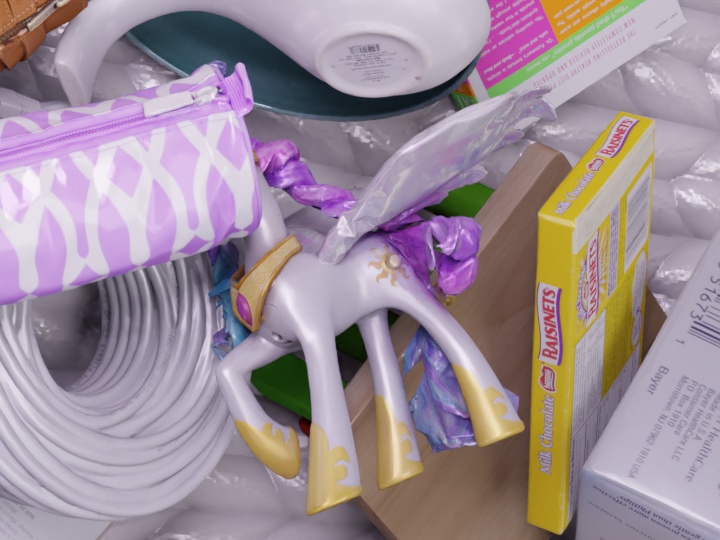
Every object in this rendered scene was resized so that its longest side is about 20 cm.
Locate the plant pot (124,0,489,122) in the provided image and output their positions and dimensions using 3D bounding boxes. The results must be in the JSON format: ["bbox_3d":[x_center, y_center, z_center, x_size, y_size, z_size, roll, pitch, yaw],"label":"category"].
[{"bbox_3d":[-0.023,-0.184,1.390,0.200,0.200,0.134,41,50,-34],"label":"plant pot"}]

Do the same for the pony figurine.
[{"bbox_3d":[0.000,0.000,1.381,0.193,0.166,0.200,-19,83,-32],"label":"pony figurine"}]

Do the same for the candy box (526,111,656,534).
[{"bbox_3d":[0.117,0.028,1.483,0.102,0.026,0.200,-47,147,-44],"label":"candy box"}]

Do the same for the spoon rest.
[{"bbox_3d":[-0.039,-0.115,1.339,0.099,0.199,0.061,74,15,-55],"label":"spoon rest"}]

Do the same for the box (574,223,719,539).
[{"bbox_3d":[0.199,0.086,1.539,0.184,0.105,0.200,-59,167,-19],"label":"box"}]

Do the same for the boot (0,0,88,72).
[{"bbox_3d":[-0.192,-0.124,1.231,0.155,0.200,0.074,-33,75,-12],"label":"boot"}]

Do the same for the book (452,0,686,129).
[{"bbox_3d":[0.077,-0.185,1.531,0.133,0.048,0.200,-35,118,-20],"label":"book"}]

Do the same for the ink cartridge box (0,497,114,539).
[{"bbox_3d":[-0.234,0.122,1.396,0.200,0.047,0.198,-53,123,-15],"label":"ink cartridge box"}]

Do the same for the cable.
[{"bbox_3d":[-0.137,0.020,1.386,0.200,0.069,0.201,7,79,-47],"label":"cable"}]

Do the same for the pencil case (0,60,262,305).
[{"bbox_3d":[-0.137,-0.034,1.268,0.199,0.084,0.086,-17,153,-16],"label":"pencil case"}]

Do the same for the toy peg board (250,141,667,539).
[{"bbox_3d":[0.051,0.051,1.556,0.200,0.098,0.199,-52,139,-13],"label":"toy peg board"}]
